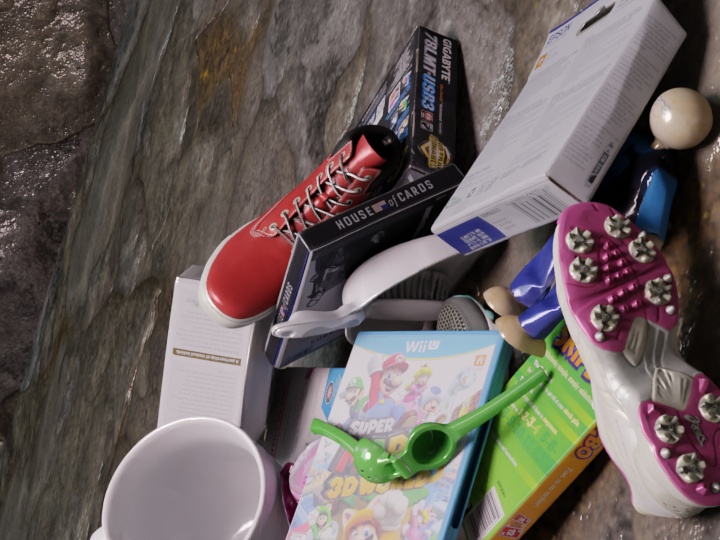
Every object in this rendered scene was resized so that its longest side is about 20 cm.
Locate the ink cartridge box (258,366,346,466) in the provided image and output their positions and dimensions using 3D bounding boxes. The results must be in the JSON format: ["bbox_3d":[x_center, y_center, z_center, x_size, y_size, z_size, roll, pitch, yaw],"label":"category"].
[{"bbox_3d":[-0.032,0.152,1.286,0.200,0.068,0.115,172,111,-67],"label":"ink cartridge box"}]

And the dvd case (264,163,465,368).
[{"bbox_3d":[0.000,0.000,1.143,0.025,0.150,0.200,55,154,19],"label":"dvd case"}]

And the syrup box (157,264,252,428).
[{"bbox_3d":[-0.143,0.103,1.311,0.079,0.081,0.200,-61,-19,-79],"label":"syrup box"}]

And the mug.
[{"bbox_3d":[-0.136,0.232,1.176,0.200,0.175,0.148,-16,56,14],"label":"mug"}]

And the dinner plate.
[{"bbox_3d":[-0.088,0.082,1.282,0.200,0.024,0.200,10,-90,-90],"label":"dinner plate"}]

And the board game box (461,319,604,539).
[{"bbox_3d":[0.129,0.100,0.938,0.200,0.030,0.096,-56,29,28],"label":"board game box"}]

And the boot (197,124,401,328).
[{"bbox_3d":[-0.047,-0.044,1.134,0.200,0.072,0.144,-47,2,-39],"label":"boot"}]

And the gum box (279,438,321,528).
[{"bbox_3d":[0.011,0.221,1.061,0.066,0.113,0.200,-44,33,18],"label":"gum box"}]

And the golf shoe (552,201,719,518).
[{"bbox_3d":[0.157,0.057,0.824,0.092,0.075,0.200,117,139,-60],"label":"golf shoe"}]

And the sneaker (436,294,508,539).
[{"bbox_3d":[0.058,0.110,1.055,0.078,0.091,0.200,147,132,-59],"label":"sneaker"}]

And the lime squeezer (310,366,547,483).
[{"bbox_3d":[0.039,0.117,0.964,0.200,0.038,0.071,-18,17,33],"label":"lime squeezer"}]

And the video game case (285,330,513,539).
[{"bbox_3d":[0.024,0.135,0.994,0.143,0.018,0.200,-3,58,42],"label":"video game case"}]

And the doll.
[{"bbox_3d":[0.163,-0.033,0.905,0.200,0.048,0.136,-53,23,20],"label":"doll"}]

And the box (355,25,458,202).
[{"bbox_3d":[0.024,-0.090,1.267,0.199,0.050,0.200,-86,22,-44],"label":"box"}]

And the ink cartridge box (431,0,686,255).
[{"bbox_3d":[0.146,-0.113,0.969,0.200,0.041,0.200,-58,11,-17],"label":"ink cartridge box"}]

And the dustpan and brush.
[{"bbox_3d":[0.012,0.026,1.092,0.140,0.200,0.057,-54,46,43],"label":"dustpan and brush"}]
